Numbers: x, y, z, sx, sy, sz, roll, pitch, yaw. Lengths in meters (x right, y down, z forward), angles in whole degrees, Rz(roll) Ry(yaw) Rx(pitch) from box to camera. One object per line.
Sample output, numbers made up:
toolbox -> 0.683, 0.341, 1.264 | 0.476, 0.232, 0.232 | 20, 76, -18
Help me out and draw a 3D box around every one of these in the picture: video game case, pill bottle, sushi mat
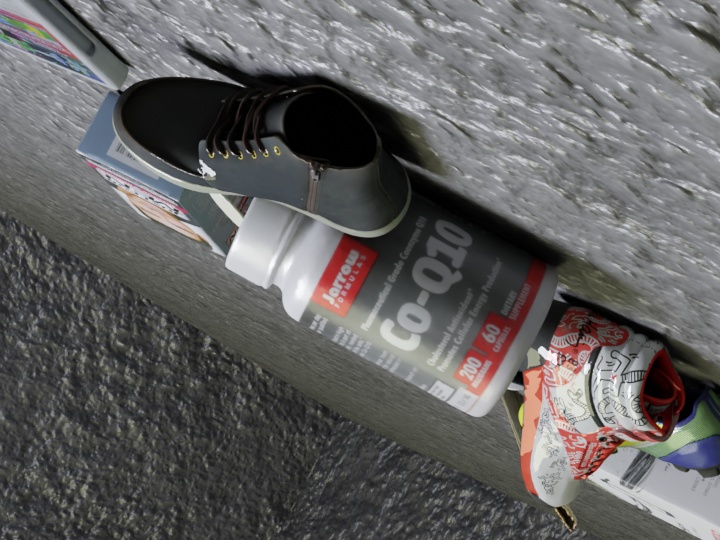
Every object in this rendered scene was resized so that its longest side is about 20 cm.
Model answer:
video game case -> -0.281, -0.203, 1.047 | 0.199, 0.023, 0.182 | 23, 170, 25
pill bottle -> 0.019, 0.003, 0.986 | 0.199, 0.114, 0.114 | 28, 172, 0
sushi mat -> 0.152, 0.146, 1.374 | 0.096, 0.012, 0.200 | 54, -170, -28

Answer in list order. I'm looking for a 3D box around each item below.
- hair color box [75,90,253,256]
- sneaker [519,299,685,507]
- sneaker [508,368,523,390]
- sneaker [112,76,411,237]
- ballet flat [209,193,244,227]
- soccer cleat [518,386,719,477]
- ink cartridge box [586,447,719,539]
hair color box -> -0.162, -0.078, 1.280 | 0.099, 0.061, 0.200 | 26, 172, 11
sneaker -> 0.178, 0.117, 1.095 | 0.108, 0.067, 0.202 | 19, 136, 29
sneaker -> 0.089, 0.041, 1.163 | 0.199, 0.078, 0.140 | 21, 174, -24
sneaker -> -0.066, -0.089, 0.896 | 0.199, 0.075, 0.106 | 17, 165, 13
ballet flat -> -0.046, -0.044, 1.082 | 0.200, 0.067, 0.067 | 32, 170, -26
soccer cleat -> 0.203, 0.107, 1.166 | 0.199, 0.065, 0.084 | 5, 132, 45
ink cartridge box -> 0.258, 0.162, 1.280 | 0.199, 0.085, 0.146 | 26, 171, 26
